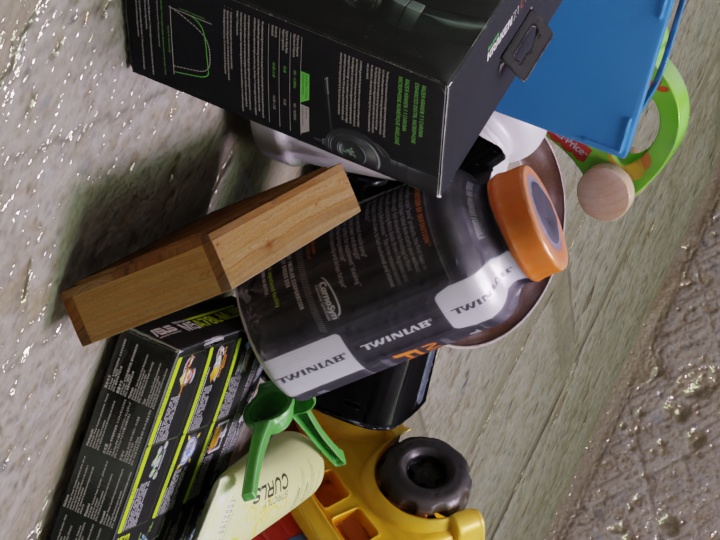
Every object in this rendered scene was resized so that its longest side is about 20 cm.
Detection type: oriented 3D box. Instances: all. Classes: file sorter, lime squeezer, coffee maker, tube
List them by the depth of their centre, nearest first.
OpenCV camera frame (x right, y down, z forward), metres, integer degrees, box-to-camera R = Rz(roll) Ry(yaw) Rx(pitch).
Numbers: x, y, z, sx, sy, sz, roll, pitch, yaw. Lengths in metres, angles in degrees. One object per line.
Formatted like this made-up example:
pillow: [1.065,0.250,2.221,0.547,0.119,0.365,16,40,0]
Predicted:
lime squeezer: [-0.054,0.106,1.498,0.200,0.038,0.071,-7,98,-74]
tube: [-0.074,0.152,1.500,0.200,0.052,0.058,-24,96,-73]
file sorter: [0.122,-0.194,1.559,0.123,0.199,0.139,-51,159,-53]
coffee maker: [0.000,0.000,1.601,0.192,0.135,0.201,-8,121,-46]

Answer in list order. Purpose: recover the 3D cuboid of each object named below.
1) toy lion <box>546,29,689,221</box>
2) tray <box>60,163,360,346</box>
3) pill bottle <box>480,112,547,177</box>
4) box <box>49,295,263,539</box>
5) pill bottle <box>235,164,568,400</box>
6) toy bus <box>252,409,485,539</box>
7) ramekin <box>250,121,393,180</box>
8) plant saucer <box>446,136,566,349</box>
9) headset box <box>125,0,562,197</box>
toy lion: [0.189,-0.170,1.862,0.192,0.200,0.069,-54,174,35]
tray: [-0.082,-0.013,1.300,0.037,0.098,0.200,66,24,-6]
pill bottle: [0.110,-0.156,1.748,0.200,0.108,0.109,-60,164,-26]
box: [-0.129,0.122,1.429,0.201,0.047,0.193,-70,164,11]
pill bottle: [0.029,0.001,1.435,0.106,0.199,0.106,55,22,-35]
toy bus: [-0.032,0.180,1.690,0.191,0.200,0.136,-18,143,-26]
ramekin: [0.017,-0.150,1.397,0.200,0.105,0.201,18,90,-75]
plant saucer: [0.086,-0.037,1.831,0.200,0.032,0.201,-8,103,-40]
headset box: [0.005,-0.155,1.185,0.174,0.199,0.093,-59,163,-32]
